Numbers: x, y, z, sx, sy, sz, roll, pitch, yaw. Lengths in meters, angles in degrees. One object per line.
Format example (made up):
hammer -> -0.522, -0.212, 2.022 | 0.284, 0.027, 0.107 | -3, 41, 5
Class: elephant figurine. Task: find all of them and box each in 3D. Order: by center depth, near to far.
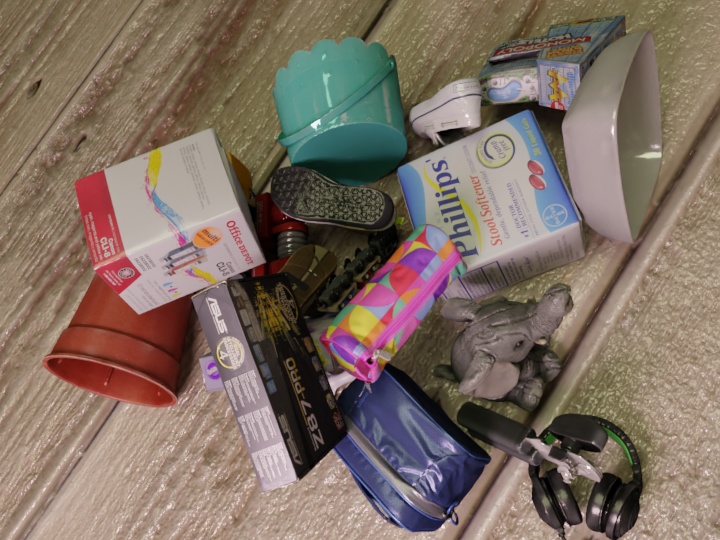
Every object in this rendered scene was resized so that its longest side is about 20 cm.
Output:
elephant figurine -> 0.157, 0.079, 0.781 | 0.141, 0.200, 0.156 | 36, 86, 30

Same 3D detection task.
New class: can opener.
can opener -> 0.194, 0.188, 0.765 | 0.198, 0.053, 0.067 | 5, 55, 55

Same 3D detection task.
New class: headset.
headset -> 0.251, 0.267, 0.752 | 0.121, 0.094, 0.203 | -4, 53, 27

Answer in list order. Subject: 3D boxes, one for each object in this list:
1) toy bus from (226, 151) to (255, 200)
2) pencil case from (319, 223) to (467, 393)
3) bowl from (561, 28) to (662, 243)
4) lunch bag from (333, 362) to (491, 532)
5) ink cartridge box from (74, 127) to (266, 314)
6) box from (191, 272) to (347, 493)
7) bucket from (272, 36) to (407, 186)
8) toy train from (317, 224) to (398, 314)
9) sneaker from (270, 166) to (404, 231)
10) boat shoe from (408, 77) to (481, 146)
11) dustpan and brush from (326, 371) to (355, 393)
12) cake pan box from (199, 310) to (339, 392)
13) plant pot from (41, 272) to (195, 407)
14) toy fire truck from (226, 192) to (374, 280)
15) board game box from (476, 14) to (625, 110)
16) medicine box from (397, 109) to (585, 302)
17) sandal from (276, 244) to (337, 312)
toy bus -> -0.220, -0.090, 1.094 | 0.077, 0.065, 0.204 | -11, 65, 19
pencil case -> 0.041, 0.039, 0.771 | 0.088, 0.089, 0.201 | 27, 66, 30
bowl -> 0.301, -0.159, 0.802 | 0.073, 0.202, 0.201 | 6, 47, 33
lunch bag -> 0.052, 0.220, 0.806 | 0.133, 0.136, 0.200 | -49, 57, 3
ink cartridge box -> -0.249, -0.065, 0.907 | 0.197, 0.146, 0.146 | -23, 63, -4
box -> -0.090, 0.106, 0.708 | 0.048, 0.161, 0.203 | -22, 86, 17
bucket -> -0.028, -0.223, 0.992 | 0.204, 0.207, 0.137 | -19, 67, 15
toy train -> 0.000, 0.000, 0.923 | 0.034, 0.046, 0.200 | 2, 34, 34
sneaker -> -0.035, -0.090, 0.954 | 0.197, 0.083, 0.073 | 19, 88, 19
boat shoe -> 0.115, -0.205, 0.940 | 0.072, 0.200, 0.068 | -8, 89, -8
dustpan and brush -> -0.066, 0.166, 0.936 | 0.198, 0.057, 0.141 | -30, 61, 18
cake pan box -> -0.087, 0.096, 0.896 | 0.181, 0.200, 0.053 | -10, 97, 20
plant pot -> -0.343, 0.078, 1.018 | 0.197, 0.201, 0.199 | 0, 61, 23
toy fire truck -> -0.087, -0.032, 0.995 | 0.197, 0.128, 0.179 | -17, 63, 27
board game box -> 0.251, -0.275, 0.907 | 0.196, 0.063, 0.201 | 0, 33, 23
medicine box -> 0.171, -0.079, 0.897 | 0.197, 0.103, 0.185 | -22, 62, 13
sandal -> -0.102, 0.036, 0.887 | 0.080, 0.055, 0.200 | 34, 48, 16
